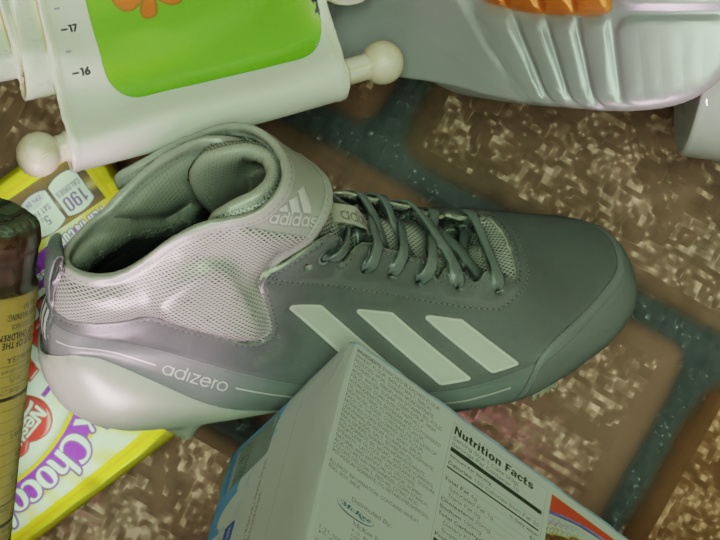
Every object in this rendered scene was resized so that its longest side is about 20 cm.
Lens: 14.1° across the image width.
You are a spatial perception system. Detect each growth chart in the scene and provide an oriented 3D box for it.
[{"bbox_3d":[-0.074,-0.129,0.873,0.144,0.018,0.201,-25,99,-17],"label":"growth chart"}]

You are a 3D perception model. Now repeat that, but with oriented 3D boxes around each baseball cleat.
[{"bbox_3d":[0.000,0.000,0.899,0.199,0.107,0.070,-12,50,-19],"label":"baseball cleat"}]

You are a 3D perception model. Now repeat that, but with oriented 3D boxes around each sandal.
[{"bbox_3d":[0.033,-0.095,0.928,0.206,0.059,0.080,6,95,29],"label":"sandal"}]

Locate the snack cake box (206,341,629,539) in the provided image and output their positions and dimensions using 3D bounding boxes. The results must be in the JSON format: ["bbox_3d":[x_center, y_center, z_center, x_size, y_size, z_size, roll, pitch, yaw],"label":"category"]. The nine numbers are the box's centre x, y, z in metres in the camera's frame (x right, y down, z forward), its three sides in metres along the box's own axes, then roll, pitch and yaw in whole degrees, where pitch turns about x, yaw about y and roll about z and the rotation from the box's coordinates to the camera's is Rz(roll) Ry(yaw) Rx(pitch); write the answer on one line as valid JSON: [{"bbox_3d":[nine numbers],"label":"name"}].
[{"bbox_3d":[0.046,0.127,0.871,0.200,0.115,0.067,37,122,-15],"label":"snack cake box"}]

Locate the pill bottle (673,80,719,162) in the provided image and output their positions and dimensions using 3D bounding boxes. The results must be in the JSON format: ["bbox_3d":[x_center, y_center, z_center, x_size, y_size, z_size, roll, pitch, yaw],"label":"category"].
[{"bbox_3d":[0.204,-0.059,0.925,0.199,0.104,0.105,8,88,-2],"label":"pill bottle"}]

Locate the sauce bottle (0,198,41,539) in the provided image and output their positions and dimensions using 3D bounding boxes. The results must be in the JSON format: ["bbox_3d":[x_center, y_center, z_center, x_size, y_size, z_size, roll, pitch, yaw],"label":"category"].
[{"bbox_3d":[-0.139,0.076,0.894,0.064,0.065,0.201,9,104,-2],"label":"sauce bottle"}]

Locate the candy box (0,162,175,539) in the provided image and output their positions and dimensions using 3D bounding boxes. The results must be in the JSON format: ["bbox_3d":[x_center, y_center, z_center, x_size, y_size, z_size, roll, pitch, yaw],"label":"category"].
[{"bbox_3d":[-0.140,0.051,0.945,0.200,0.026,0.102,-37,94,-3],"label":"candy box"}]
